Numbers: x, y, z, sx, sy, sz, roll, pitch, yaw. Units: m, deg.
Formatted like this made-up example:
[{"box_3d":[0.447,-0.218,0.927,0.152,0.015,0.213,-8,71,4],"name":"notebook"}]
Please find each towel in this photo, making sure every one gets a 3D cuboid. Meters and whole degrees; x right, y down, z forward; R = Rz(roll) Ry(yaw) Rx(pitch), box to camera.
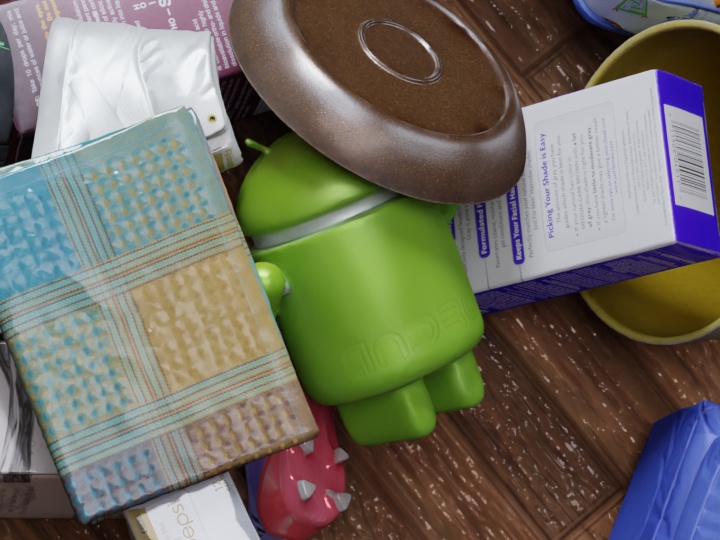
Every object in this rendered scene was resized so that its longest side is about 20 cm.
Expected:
[{"box_3d":[-0.122,0.023,1.341,0.146,0.022,0.201,-19,78,-17],"name":"towel"}]

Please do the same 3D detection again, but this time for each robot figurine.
[{"box_3d":[0.000,0.000,1.456,0.175,0.115,0.201,-29,100,-35],"name":"robot figurine"}]

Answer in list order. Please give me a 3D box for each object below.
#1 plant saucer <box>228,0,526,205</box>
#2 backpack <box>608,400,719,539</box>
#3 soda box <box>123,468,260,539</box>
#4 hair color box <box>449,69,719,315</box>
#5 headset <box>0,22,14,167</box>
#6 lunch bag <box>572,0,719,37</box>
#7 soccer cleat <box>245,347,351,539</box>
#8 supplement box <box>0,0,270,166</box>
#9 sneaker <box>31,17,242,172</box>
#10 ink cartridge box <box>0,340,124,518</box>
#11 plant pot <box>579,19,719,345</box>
[{"box_3d":[0.017,-0.119,1.452,0.199,0.032,0.201,21,36,-17],"name":"plant saucer"},{"box_3d":[0.263,0.191,1.508,0.199,0.168,0.163,26,79,-8],"name":"backpack"},{"box_3d":[-0.093,0.166,1.419,0.063,0.200,0.068,-24,80,-9],"name":"soda box"},{"box_3d":[0.119,-0.043,1.524,0.065,0.199,0.110,13,68,-53],"name":"hair color box"},{"box_3d":[-0.268,-0.067,1.468,0.094,0.201,0.124,1,31,-36],"name":"headset"},{"box_3d":[0.196,-0.251,1.622,0.160,0.075,0.201,8,72,-37],"name":"lunch bag"},{"box_3d":[-0.044,0.073,1.531,0.067,0.076,0.201,24,54,-38],"name":"soccer cleat"},{"box_3d":[-0.134,-0.132,1.535,0.199,0.110,0.086,-17,79,-15],"name":"supplement box"},{"box_3d":[-0.126,-0.053,1.404,0.115,0.074,0.201,2,68,3],"name":"sneaker"},{"box_3d":[-0.192,0.095,1.448,0.199,0.147,0.083,1,75,-12],"name":"ink cartridge box"},{"box_3d":[0.243,-0.049,1.563,0.141,0.200,0.201,6,73,-39],"name":"plant pot"}]
